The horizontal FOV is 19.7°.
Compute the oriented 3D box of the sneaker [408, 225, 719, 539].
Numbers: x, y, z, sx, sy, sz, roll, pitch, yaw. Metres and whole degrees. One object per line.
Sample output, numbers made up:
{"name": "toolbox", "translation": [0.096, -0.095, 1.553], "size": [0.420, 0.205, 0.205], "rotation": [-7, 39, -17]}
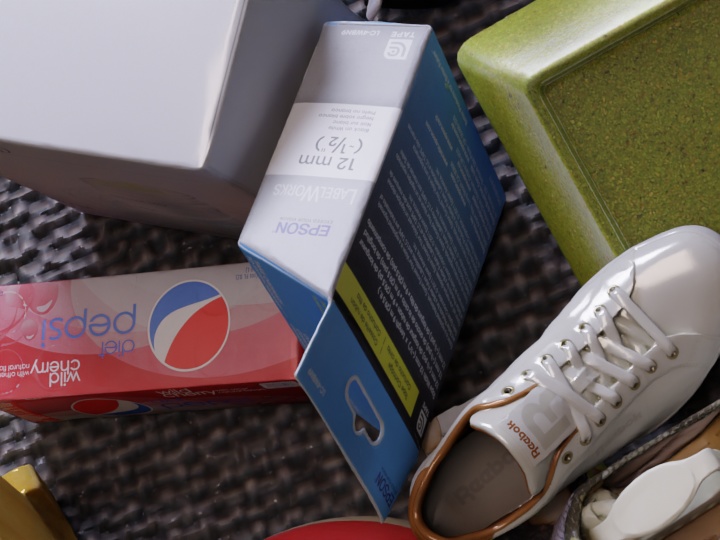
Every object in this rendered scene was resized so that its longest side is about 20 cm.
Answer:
{"name": "sneaker", "translation": [0.101, 0.061, 0.955], "size": [0.073, 0.085, 0.200], "rotation": [44, 98, 5]}

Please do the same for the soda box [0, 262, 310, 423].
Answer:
{"name": "soda box", "translation": [-0.108, 0.039, 1.131], "size": [0.199, 0.063, 0.070], "rotation": [-6, 75, 23]}

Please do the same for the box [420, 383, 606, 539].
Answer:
{"name": "box", "translation": [0.104, 0.149, 1.012], "size": [0.075, 0.050, 0.200], "rotation": [-33, 66, 14]}

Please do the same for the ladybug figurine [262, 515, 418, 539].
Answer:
{"name": "ladybug figurine", "translation": [-0.022, 0.191, 1.047], "size": [0.200, 0.072, 0.136], "rotation": [-22, 68, 18]}

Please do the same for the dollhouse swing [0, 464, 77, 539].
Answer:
{"name": "dollhouse swing", "translation": [-0.198, 0.215, 1.065], "size": [0.182, 0.176, 0.200], "rotation": [-36, 66, 12]}

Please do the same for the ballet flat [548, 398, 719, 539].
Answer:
{"name": "ballet flat", "translation": [0.175, 0.089, 0.954], "size": [0.200, 0.072, 0.072], "rotation": [-32, 65, -6]}

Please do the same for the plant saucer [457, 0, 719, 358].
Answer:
{"name": "plant saucer", "translation": [0.173, -0.065, 0.989], "size": [0.200, 0.048, 0.200], "rotation": [-29, 94, 15]}

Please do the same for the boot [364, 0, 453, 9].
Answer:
{"name": "boot", "translation": [-0.033, -0.249, 1.122], "size": [0.188, 0.068, 0.201], "rotation": [0, 75, -13]}

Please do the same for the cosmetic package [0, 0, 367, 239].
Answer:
{"name": "cosmetic package", "translation": [-0.105, -0.095, 1.087], "size": [0.199, 0.200, 0.123], "rotation": [10, 81, 27]}

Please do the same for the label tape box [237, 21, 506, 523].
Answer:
{"name": "label tape box", "translation": [0.000, 0.000, 1.012], "size": [0.066, 0.143, 0.200], "rotation": [7, 59, 26]}

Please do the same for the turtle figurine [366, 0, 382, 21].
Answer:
{"name": "turtle figurine", "translation": [0.059, -0.241, 1.007], "size": [0.200, 0.144, 0.194], "rotation": [61, 138, 48]}
